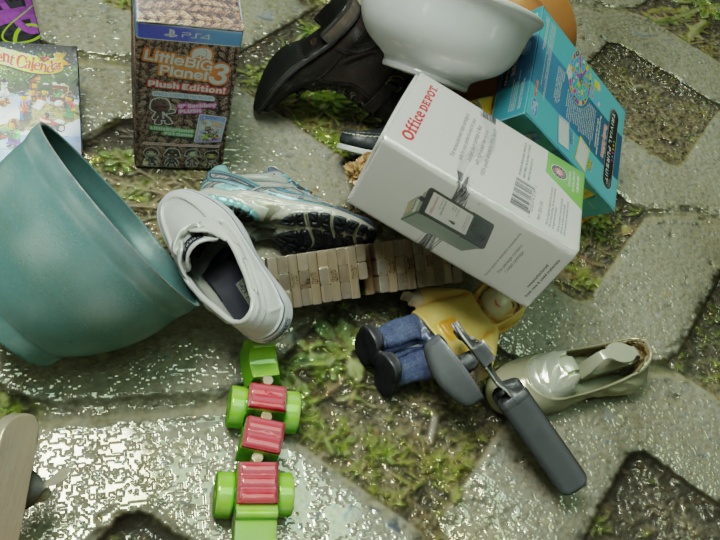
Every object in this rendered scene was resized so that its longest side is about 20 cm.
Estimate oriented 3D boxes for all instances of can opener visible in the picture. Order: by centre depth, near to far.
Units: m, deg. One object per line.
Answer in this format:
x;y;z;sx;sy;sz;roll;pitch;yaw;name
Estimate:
0.135;0.137;0.686;0.067;0.053;0.200;-35;96;4;can opener

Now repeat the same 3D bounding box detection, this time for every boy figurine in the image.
0.097;0.064;0.739;0.199;0.065;0.125;-19;61;-25;boy figurine

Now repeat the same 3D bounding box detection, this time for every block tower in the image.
0.000;0.000;0.733;0.199;0.058;0.054;-8;91;-17;block tower

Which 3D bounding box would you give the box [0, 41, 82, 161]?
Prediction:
-0.390;-0.164;0.723;0.199;0.038;0.137;-3;75;-20;box

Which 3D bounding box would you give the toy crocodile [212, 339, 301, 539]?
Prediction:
-0.088;0.155;0.619;0.067;0.062;0.201;9;56;-12;toy crocodile

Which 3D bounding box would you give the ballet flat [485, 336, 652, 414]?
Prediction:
0.226;0.105;0.752;0.199;0.070;0.070;-8;61;-22;ballet flat

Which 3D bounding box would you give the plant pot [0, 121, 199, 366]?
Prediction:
-0.254;-0.005;0.607;0.134;0.200;0.200;-39;74;-6;plant pot

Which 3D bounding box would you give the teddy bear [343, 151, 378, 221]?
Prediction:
0.073;-0.082;0.802;0.145;0.067;0.200;39;28;26;teddy bear

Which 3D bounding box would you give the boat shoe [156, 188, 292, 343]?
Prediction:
-0.136;-0.017;0.652;0.200;0.065;0.074;42;93;30;boat shoe

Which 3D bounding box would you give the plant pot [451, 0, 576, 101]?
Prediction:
0.154;-0.281;0.910;0.200;0.200;0.140;36;65;7;plant pot

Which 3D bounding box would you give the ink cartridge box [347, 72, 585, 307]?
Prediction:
0.106;-0.081;0.682;0.199;0.084;0.146;30;41;-4;ink cartridge box

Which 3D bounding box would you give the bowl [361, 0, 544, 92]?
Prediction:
0.081;-0.245;0.743;0.200;0.091;0.201;18;16;-5;bowl

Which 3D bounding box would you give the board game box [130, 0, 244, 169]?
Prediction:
-0.191;-0.233;0.754;0.096;0.200;0.160;-1;58;-19;board game box

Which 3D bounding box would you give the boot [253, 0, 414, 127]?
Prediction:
-0.012;-0.218;0.862;0.174;0.200;0.069;34;34;-34;boot

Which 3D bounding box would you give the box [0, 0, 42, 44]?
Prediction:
-0.447;-0.291;0.810;0.142;0.036;0.201;-12;62;-24;box

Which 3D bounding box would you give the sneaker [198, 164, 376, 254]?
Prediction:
-0.077;-0.071;0.764;0.199;0.078;0.087;11;51;-11;sneaker

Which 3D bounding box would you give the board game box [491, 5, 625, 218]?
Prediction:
0.235;-0.177;0.827;0.200;0.047;0.152;35;59;-36;board game box

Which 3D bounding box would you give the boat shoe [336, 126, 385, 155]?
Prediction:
0.066;-0.164;0.864;0.199;0.061;0.076;-1;17;-28;boat shoe

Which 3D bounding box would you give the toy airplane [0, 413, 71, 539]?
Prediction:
-0.251;0.228;0.471;0.200;0.141;0.200;-43;110;-48;toy airplane

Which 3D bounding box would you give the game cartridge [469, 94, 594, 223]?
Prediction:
0.206;-0.125;0.844;0.200;0.032;0.177;-22;95;-48;game cartridge
